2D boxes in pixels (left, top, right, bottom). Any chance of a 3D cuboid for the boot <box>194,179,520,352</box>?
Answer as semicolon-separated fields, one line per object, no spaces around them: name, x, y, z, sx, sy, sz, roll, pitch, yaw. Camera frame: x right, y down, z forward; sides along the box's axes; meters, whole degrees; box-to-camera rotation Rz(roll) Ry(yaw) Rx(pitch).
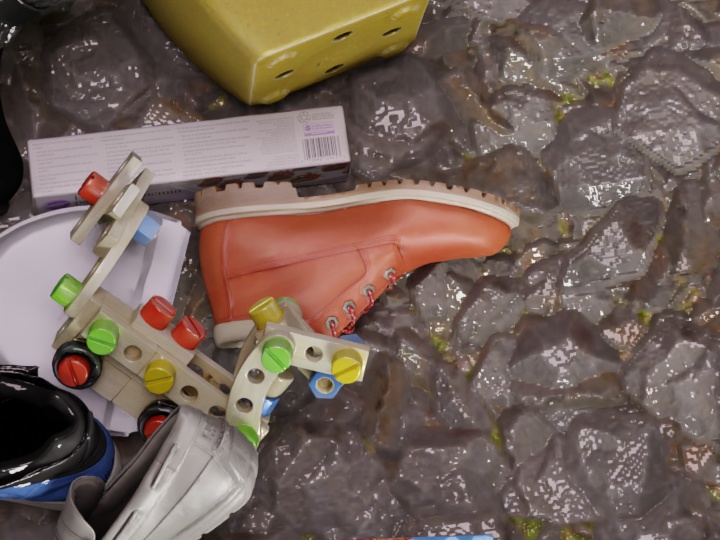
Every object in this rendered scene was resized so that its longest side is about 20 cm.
boot;0.000;0.000;1.553;0.200;0.075;0.107;-4;77;5

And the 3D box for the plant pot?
plant pot;-0.052;-0.218;1.554;0.195;0.194;0.200;-21;81;-9

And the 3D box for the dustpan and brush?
dustpan and brush;-0.216;0.014;1.550;0.200;0.057;0.140;14;86;-5

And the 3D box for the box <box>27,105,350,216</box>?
box;-0.106;-0.068;1.580;0.200;0.039;0.042;-8;73;-5

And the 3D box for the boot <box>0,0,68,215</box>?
boot;-0.210;-0.143;1.509;0.158;0.079;0.211;-22;113;7

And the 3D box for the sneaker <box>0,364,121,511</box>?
sneaker;-0.246;0.100;1.477;0.200;0.111;0.077;1;65;5

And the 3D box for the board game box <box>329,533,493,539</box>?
board game box;-0.015;0.258;1.481;0.196;0.056;0.200;-2;74;-3

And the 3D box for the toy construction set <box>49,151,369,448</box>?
toy construction set;-0.103;0.031;1.482;0.200;0.092;0.131;42;112;1

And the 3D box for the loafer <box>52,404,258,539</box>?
loafer;-0.147;0.148;1.464;0.200;0.070;0.070;-41;113;17
